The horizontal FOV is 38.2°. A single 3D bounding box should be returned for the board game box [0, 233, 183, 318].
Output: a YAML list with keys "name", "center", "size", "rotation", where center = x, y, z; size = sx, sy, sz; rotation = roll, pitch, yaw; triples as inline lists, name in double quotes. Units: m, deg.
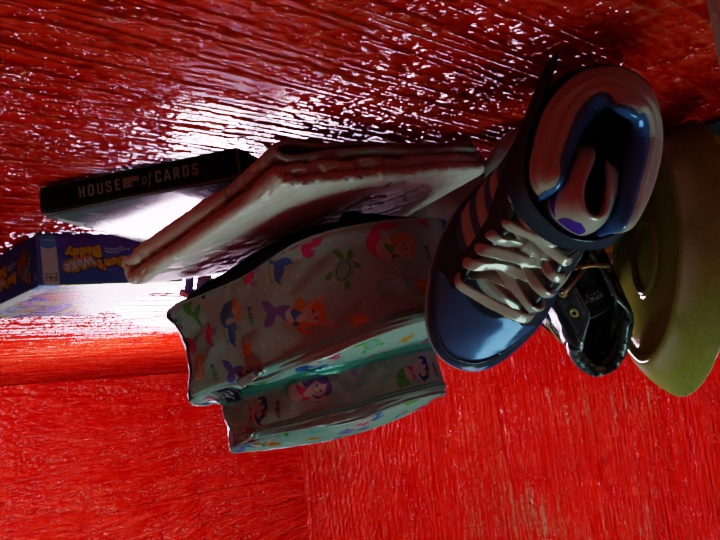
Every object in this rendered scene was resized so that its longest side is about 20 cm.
- name: "board game box"
  center: [-0.273, 0.008, 0.976]
  size: [0.134, 0.045, 0.200]
  rotation: [-2, 171, -37]

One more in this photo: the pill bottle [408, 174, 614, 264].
- name: "pill bottle"
  center: [0.119, -0.026, 0.862]
  size: [0.200, 0.110, 0.110]
  rotation: [-3, 172, -31]

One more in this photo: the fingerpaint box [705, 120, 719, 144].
- name: "fingerpaint box"
  center: [0.325, -0.040, 0.736]
  size: [0.073, 0.167, 0.200]
  rotation: [0, 169, -33]

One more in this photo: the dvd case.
- name: "dvd case"
  center: [-0.119, -0.049, 0.780]
  size: [0.150, 0.025, 0.200]
  rotation: [-10, 173, 15]

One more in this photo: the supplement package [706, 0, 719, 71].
- name: "supplement package"
  center: [0.243, -0.084, 0.371]
  size: [0.200, 0.151, 0.152]
  rotation: [-9, 172, 12]

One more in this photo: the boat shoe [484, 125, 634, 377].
- name: "boat shoe"
  center: [0.151, -0.011, 0.749]
  size: [0.071, 0.091, 0.200]
  rotation: [-30, 134, -4]

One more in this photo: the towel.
- name: "towel"
  center: [-0.039, -0.042, 0.730]
  size: [0.200, 0.032, 0.191]
  rotation: [-8, 165, -44]

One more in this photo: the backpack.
- name: "backpack"
  center: [-0.019, 0.040, 0.732]
  size: [0.177, 0.151, 0.200]
  rotation: [-8, 161, -44]

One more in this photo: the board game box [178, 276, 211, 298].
- name: "board game box"
  center: [-0.072, 0.036, 1.191]
  size: [0.200, 0.026, 0.200]
  rotation: [-1, -167, -42]

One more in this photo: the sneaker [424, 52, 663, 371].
- name: "sneaker"
  center: [0.095, -0.021, 0.572]
  size: [0.080, 0.200, 0.146]
  rotation: [29, -170, 0]

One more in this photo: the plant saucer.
- name: "plant saucer"
  center: [0.220, -0.009, 0.760]
  size: [0.031, 0.201, 0.200]
  rotation: [3, 172, -2]
